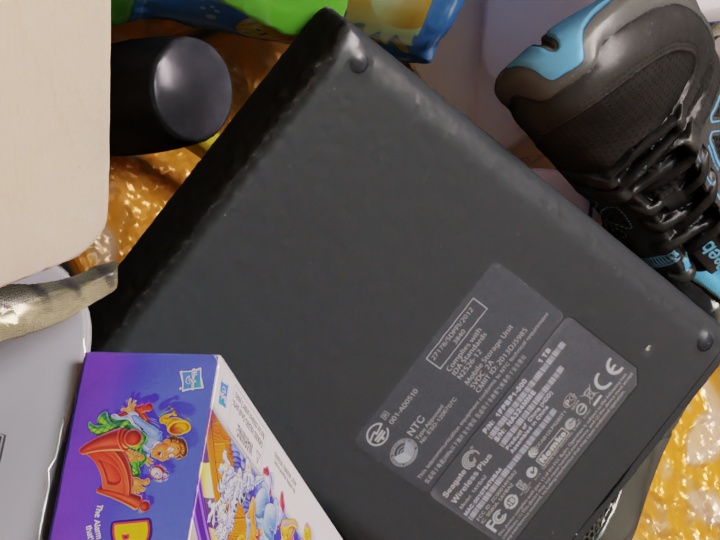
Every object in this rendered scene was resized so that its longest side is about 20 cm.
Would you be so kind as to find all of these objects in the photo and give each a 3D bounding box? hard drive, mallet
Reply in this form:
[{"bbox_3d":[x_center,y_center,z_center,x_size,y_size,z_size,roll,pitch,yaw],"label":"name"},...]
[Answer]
[{"bbox_3d":[0.018,0.023,0.913,0.200,0.033,0.140,37,93,-32],"label":"hard drive"},{"bbox_3d":[-0.020,-0.025,0.990,0.200,0.066,0.041,32,67,-28],"label":"mallet"}]

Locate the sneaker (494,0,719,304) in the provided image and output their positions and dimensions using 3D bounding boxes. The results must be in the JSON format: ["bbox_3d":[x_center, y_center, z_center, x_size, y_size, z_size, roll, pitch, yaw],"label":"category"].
[{"bbox_3d":[0.110,-0.043,0.950,0.082,0.073,0.200,63,15,19],"label":"sneaker"}]

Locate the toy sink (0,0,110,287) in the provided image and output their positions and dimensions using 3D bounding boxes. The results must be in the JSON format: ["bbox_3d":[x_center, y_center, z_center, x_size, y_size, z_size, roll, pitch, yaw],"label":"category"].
[{"bbox_3d":[-0.149,-0.094,0.717,0.130,0.112,0.201,-22,133,-30],"label":"toy sink"}]

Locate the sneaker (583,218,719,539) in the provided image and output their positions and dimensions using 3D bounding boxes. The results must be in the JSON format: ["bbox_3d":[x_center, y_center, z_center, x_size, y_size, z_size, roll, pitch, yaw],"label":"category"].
[{"bbox_3d":[0.085,0.016,1.039,0.200,0.076,0.114,-64,146,-31],"label":"sneaker"}]

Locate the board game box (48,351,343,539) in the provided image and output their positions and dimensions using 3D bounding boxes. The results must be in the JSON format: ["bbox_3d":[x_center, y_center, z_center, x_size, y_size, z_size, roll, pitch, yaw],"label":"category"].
[{"bbox_3d":[-0.047,0.129,0.853,0.200,0.045,0.135,62,33,-59],"label":"board game box"}]

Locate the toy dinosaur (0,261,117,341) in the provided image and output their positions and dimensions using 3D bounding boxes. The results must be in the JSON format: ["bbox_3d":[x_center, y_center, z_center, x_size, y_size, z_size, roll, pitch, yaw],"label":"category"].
[{"bbox_3d":[-0.162,0.030,0.750,0.199,0.047,0.088,5,75,-21],"label":"toy dinosaur"}]

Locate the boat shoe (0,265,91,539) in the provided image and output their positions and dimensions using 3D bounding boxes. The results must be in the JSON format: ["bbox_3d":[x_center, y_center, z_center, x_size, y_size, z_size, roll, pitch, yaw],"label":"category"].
[{"bbox_3d":[-0.123,0.092,0.805,0.068,0.057,0.201,17,66,-1],"label":"boat shoe"}]

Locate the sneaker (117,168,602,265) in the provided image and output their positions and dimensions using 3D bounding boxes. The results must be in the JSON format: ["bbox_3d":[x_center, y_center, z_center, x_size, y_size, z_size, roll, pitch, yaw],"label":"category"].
[{"bbox_3d":[0.000,0.000,0.948,0.200,0.073,0.071,-23,133,-22],"label":"sneaker"}]

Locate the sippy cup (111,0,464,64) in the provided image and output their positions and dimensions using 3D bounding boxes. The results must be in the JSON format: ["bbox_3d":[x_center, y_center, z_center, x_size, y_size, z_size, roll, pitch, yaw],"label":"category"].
[{"bbox_3d":[-0.021,-0.137,0.955,0.130,0.140,0.178,18,62,-6],"label":"sippy cup"}]

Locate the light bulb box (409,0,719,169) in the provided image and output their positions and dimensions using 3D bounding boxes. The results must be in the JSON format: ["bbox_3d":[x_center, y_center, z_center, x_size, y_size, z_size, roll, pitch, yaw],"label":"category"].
[{"bbox_3d":[0.106,-0.158,1.081,0.200,0.125,0.199,-10,68,-42],"label":"light bulb box"}]
